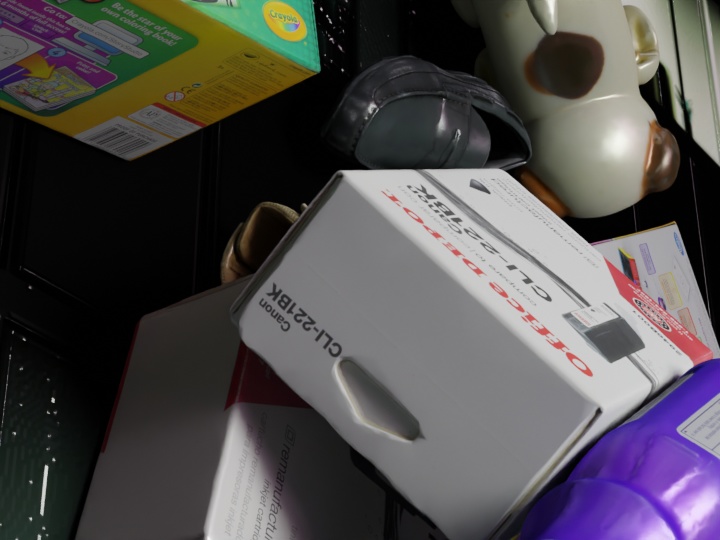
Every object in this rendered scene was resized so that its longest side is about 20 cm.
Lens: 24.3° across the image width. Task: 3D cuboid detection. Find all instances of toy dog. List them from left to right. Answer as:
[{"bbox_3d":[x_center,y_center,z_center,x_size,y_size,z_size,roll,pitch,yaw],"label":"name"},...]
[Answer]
[{"bbox_3d":[0.145,-0.134,1.112,0.194,0.139,0.200,-116,-171,-75],"label":"toy dog"}]

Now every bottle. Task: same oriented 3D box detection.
[{"bbox_3d":[0.113,0.096,0.646,0.065,0.084,0.200,32,27,21],"label":"bottle"}]

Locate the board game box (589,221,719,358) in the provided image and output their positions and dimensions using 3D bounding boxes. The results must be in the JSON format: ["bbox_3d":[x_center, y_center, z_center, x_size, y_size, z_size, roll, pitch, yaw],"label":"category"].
[{"bbox_3d":[0.200,0.050,1.200,0.200,0.040,0.153,-11,82,-59],"label":"board game box"}]

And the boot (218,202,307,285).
[{"bbox_3d":[0.000,0.000,0.887,0.155,0.073,0.200,41,44,-37],"label":"boot"}]

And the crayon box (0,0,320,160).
[{"bbox_3d":[-0.124,-0.118,0.710,0.200,0.119,0.058,23,54,-51],"label":"crayon box"}]

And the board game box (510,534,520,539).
[{"bbox_3d":[0.157,0.154,0.911,0.200,0.103,0.105,38,-2,-10],"label":"board game box"}]

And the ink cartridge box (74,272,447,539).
[{"bbox_3d":[-0.023,0.121,0.759,0.200,0.084,0.145,46,38,-34],"label":"ink cartridge box"}]

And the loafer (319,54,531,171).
[{"bbox_3d":[0.045,-0.085,0.995,0.070,0.068,0.200,39,21,20],"label":"loafer"}]

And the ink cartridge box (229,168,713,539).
[{"bbox_3d":[0.056,0.030,0.732,0.144,0.084,0.200,42,19,16],"label":"ink cartridge box"}]
